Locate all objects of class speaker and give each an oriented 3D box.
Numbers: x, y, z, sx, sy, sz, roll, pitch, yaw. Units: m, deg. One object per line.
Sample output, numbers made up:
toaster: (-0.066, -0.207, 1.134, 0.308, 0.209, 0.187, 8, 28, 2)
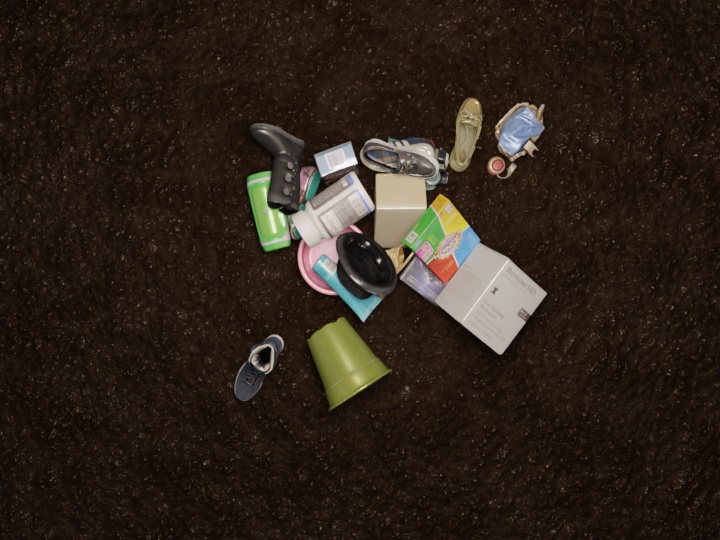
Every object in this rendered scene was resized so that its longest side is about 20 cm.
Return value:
speaker: (-0.245, -0.157, 1.741, 0.087, 0.088, 0.204, -14, 93, 1)

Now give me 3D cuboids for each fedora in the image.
fedora: (0.000, 0.000, 1.676, 0.200, 0.201, 0.092, 39, 127, -2)

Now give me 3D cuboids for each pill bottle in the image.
pill bottle: (-0.071, -0.152, 1.665, 0.198, 0.114, 0.115, -33, 92, 4)

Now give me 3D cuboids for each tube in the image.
tube: (-0.040, 0.041, 1.720, 0.199, 0.050, 0.078, 42, 87, -5)

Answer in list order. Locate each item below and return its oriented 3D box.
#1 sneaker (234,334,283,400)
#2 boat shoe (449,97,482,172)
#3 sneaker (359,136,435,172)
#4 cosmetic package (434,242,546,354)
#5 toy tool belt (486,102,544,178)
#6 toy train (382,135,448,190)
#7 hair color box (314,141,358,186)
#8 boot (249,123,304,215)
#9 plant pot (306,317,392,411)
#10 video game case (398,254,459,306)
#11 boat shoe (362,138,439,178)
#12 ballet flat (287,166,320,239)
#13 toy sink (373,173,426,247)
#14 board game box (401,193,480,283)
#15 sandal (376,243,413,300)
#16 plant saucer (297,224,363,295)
sneaker: (-0.283, 0.270, 1.733, 0.076, 0.146, 0.204, 32, 94, -3)
boat shoe: (0.284, -0.366, 1.728, 0.072, 0.063, 0.205, 18, 82, -3)
sneaker: (0.099, -0.304, 1.672, 0.196, 0.085, 0.076, 4, 124, 17)
cosmetic package: (0.335, 0.070, 1.687, 0.164, 0.165, 0.201, 36, 93, -25)
toy tool belt: (0.408, -0.344, 1.709, 0.124, 0.123, 0.201, 36, 93, -1)
toy train: (0.142, -0.288, 1.737, 0.196, 0.085, 0.117, 11, 83, 0)
hair color box: (-0.058, -0.271, 1.675, 0.097, 0.200, 0.062, -19, 91, 1)
boot: (-0.224, -0.262, 1.689, 0.162, 0.065, 0.205, 16, 73, -32)
plant pot: (-0.047, 0.235, 1.721, 0.198, 0.200, 0.192, -32, 81, 2)
video game case: (0.213, -0.022, 1.754, 0.142, 0.019, 0.202, 35, 93, -22)
boat shoe: (0.096, -0.268, 1.601, 0.197, 0.067, 0.071, 23, 127, 4)
ballet flat: (-0.162, -0.184, 1.752, 0.070, 0.069, 0.204, 13, 85, 31)
toy sink: (0.099, -0.158, 1.714, 0.127, 0.201, 0.114, -1, 63, 0)
board game box: (0.211, -0.077, 1.668, 0.154, 0.040, 0.200, -50, 136, 0)
sandal: (0.089, -0.023, 1.739, 0.069, 0.078, 0.213, 36, 108, 5)
plant saucer: (-0.071, -0.037, 1.763, 0.196, 0.051, 0.205, 0, 93, 1)
